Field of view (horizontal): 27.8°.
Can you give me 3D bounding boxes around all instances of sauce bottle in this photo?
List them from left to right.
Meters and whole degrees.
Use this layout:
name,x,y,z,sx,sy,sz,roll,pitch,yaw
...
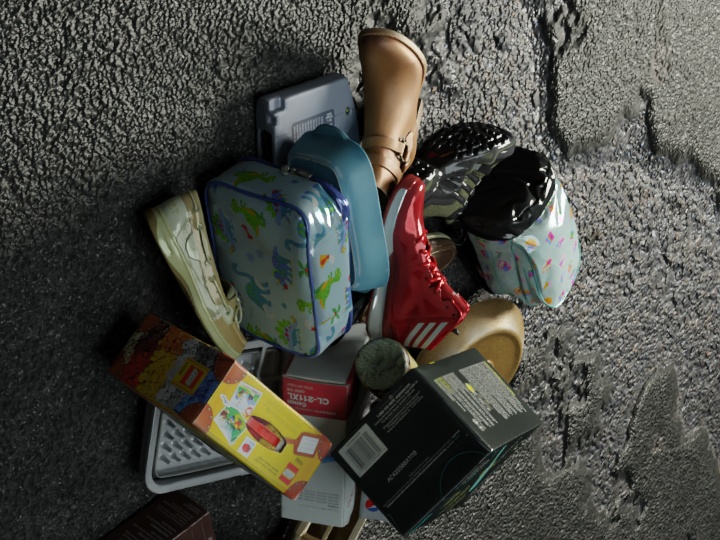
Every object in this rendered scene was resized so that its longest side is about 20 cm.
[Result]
name,x,y,z,sx,sy,sz,roll,pitch,yaw
sauce bottle,0.036,0.122,1.702,0.065,0.065,0.200,-60,168,-6

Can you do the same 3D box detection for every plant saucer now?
name,x,y,z,sx,sy,sz,roll,pitch,yaw
plant saucer,0.153,0.130,1.963,0.200,0.035,0.201,-25,137,-26

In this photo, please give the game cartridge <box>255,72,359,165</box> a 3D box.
name,x,y,z,sx,sy,sz,roll,pitch,yaw
game cartridge,-0.057,-0.118,1.649,0.133,0.041,0.201,-21,124,-36

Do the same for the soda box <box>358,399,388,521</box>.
name,x,y,z,sx,sy,sz,roll,pitch,yaw
soda box,0.041,0.236,1.825,0.200,0.063,0.068,-75,170,-68

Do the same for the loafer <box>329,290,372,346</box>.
name,x,y,z,sx,sy,sz,roll,pitch,yaw
loafer,0.000,0.000,1.697,0.201,0.068,0.070,-58,176,-29

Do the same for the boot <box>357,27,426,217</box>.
name,x,y,z,sx,sy,sz,roll,pitch,yaw
boot,0.026,-0.162,1.636,0.200,0.073,0.155,64,38,-56

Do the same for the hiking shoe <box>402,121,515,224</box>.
name,x,y,z,sx,sy,sz,roll,pitch,yaw
hiking shoe,0.111,-0.113,1.817,0.199,0.076,0.101,-28,136,-25

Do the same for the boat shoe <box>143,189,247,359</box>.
name,x,y,z,sx,sy,sz,roll,pitch,yaw
boat shoe,-0.161,0.008,1.548,0.063,0.073,0.201,-29,117,-6

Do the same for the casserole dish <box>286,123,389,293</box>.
name,x,y,z,sx,sy,sz,roll,pitch,yaw
casserole dish,-0.030,-0.059,1.581,0.039,0.121,0.201,-30,123,-34

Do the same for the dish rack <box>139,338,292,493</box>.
name,x,y,z,sx,sy,sz,roll,pitch,yaw
dish rack,-0.169,0.156,1.657,0.199,0.043,0.172,-7,114,-46

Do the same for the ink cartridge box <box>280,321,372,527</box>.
name,x,y,z,sx,sy,sz,roll,pitch,yaw
ink cartridge box,-0.040,0.179,1.724,0.146,0.082,0.201,-67,162,-61

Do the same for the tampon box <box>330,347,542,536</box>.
name,x,y,z,sx,sy,sz,roll,pitch,yaw
tampon box,0.091,0.191,1.657,0.150,0.126,0.200,-48,165,18

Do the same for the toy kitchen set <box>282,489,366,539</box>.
name,x,y,z,sx,sy,sz,roll,pitch,yaw
toy kitchen set,-0.075,0.319,1.760,0.163,0.200,0.181,28,86,-9

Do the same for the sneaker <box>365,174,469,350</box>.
name,x,y,z,sx,sy,sz,roll,pitch,yaw
sneaker,0.079,-0.004,1.651,0.078,0.115,0.201,-42,144,-60

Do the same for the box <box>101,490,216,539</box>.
name,x,y,z,sx,sy,sz,roll,pitch,yaw
box,-0.254,0.346,1.635,0.200,0.075,0.101,-35,131,-29

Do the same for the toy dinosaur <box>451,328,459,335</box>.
name,x,y,z,sx,sy,sz,roll,pitch,yaw
toy dinosaur,0.071,0.066,1.791,0.200,0.088,0.048,16,61,-78

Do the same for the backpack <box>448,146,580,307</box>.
name,x,y,z,sx,sy,sz,roll,pitch,yaw
backpack,0.211,-0.041,1.911,0.167,0.126,0.200,-48,141,-24

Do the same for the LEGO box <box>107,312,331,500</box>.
name,x,y,z,sx,sy,sz,roll,pitch,yaw
LEGO box,-0.145,0.144,1.529,0.077,0.149,0.200,-56,138,-11

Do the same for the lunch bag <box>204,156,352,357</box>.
name,x,y,z,sx,sy,sz,roll,pitch,yaw
lunch bag,-0.089,-0.017,1.570,0.082,0.160,0.201,-38,134,-41

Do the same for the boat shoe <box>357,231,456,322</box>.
name,x,y,z,sx,sy,sz,roll,pitch,yaw
boat shoe,0.052,0.016,1.794,0.202,0.075,0.075,-25,142,-35
